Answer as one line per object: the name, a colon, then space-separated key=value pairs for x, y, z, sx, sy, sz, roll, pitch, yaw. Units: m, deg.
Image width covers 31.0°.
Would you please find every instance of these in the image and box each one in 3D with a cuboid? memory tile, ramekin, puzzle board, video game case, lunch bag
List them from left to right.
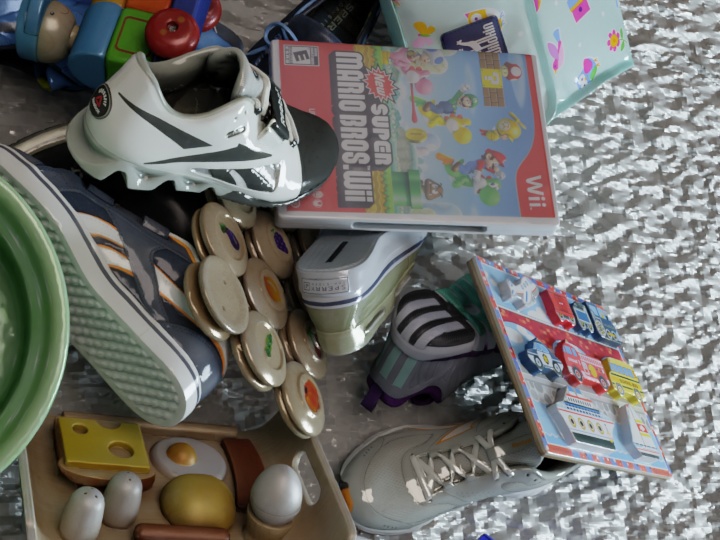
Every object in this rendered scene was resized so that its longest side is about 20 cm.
ramekin: x=-0.259 y=0.031 z=0.701 sx=0.198 sy=0.098 sz=0.202 roll=1 pitch=85 yaw=-15
memory tile: x=-0.060 y=0.000 z=0.855 sx=0.154 sy=0.017 sz=0.201 roll=54 pitch=24 yaw=-34
video game case: x=0.036 y=-0.094 z=0.913 sx=0.198 sy=0.017 sz=0.144 roll=1 pitch=64 yaw=-11
lunch bag: x=0.105 y=-0.196 z=1.015 sx=0.199 sy=0.121 sz=0.172 roll=-34 pitch=116 yaw=-32
puzzle board: x=0.160 y=0.073 z=0.951 sx=0.199 sy=0.017 sz=0.152 roll=18 pitch=45 yaw=-50

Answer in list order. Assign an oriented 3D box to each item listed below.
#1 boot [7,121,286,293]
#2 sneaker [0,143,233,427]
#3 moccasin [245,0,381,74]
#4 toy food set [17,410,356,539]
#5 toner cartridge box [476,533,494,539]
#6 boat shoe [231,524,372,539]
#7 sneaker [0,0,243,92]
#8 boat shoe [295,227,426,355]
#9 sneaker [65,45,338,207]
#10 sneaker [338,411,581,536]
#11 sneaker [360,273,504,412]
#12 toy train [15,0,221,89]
boot: x=-0.152 y=-0.023 z=0.859 sx=0.202 sy=0.073 sz=0.155 roll=-21 pitch=84 yaw=-34
sneaker: x=-0.156 y=-0.002 z=0.793 sx=0.200 sy=0.078 sz=0.079 roll=51 pitch=43 yaw=-4
moccasin: x=-0.042 y=-0.168 z=0.976 sx=0.080 sy=0.068 sz=0.201 roll=35 pitch=58 yaw=-13
toy food set: x=-0.113 y=0.116 z=0.791 sx=0.198 sy=0.061 sz=0.144 roll=10 pitch=28 yaw=-26
toner cartridge box: x=0.060 y=0.265 z=0.845 sx=0.095 sy=0.043 sz=0.200 roll=34 pitch=42 yaw=22
boat shoe: x=-0.037 y=0.202 z=0.843 sx=0.198 sy=0.067 sz=0.074 roll=10 pitch=67 yaw=-26
sneaker: x=-0.178 y=-0.149 z=0.900 sx=0.198 sy=0.066 sz=0.079 roll=9 pitch=73 yaw=-24
boat shoe: x=0.000 y=0.000 z=0.913 sx=0.200 sy=0.071 sz=0.063 roll=-44 pitch=133 yaw=-65
sneaker: x=-0.074 y=-0.093 z=0.797 sx=0.199 sy=0.089 sz=0.074 roll=-3 pitch=55 yaw=-47
sneaker: x=0.079 y=0.132 z=0.918 sx=0.198 sy=0.092 sz=0.076 roll=-11 pitch=76 yaw=-31
sneaker: x=0.073 y=0.056 z=0.972 sx=0.199 sy=0.088 sz=0.074 roll=-3 pitch=43 yaw=-50
toy train: x=-0.145 y=-0.206 z=0.858 sx=0.115 sy=0.085 sz=0.202 roll=14 pitch=64 yaw=-3
